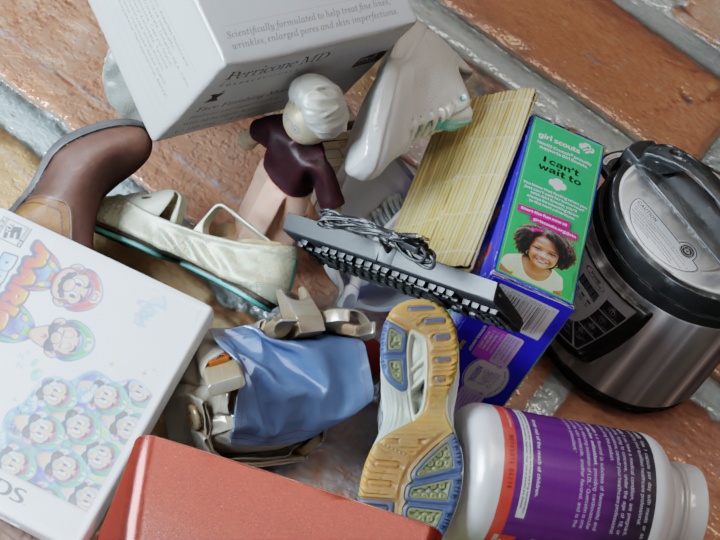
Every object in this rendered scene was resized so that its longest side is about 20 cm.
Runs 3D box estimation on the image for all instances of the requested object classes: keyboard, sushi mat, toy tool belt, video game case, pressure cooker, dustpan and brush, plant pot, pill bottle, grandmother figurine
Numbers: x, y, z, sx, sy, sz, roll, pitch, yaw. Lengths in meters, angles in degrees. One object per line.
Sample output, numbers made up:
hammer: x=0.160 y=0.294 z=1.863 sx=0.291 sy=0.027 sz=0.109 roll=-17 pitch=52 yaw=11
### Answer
keyboard: x=0.023 y=-0.005 z=1.214 sx=0.198 sy=0.127 sz=0.021 roll=18 pitch=71 yaw=34
sushi mat: x=0.079 y=-0.070 z=1.329 sx=0.012 sy=0.095 sz=0.201 roll=51 pitch=47 yaw=-34
toy tool belt: x=-0.045 y=0.077 z=1.220 sx=0.198 sy=0.123 sz=0.126 roll=-11 pitch=83 yaw=-31
video game case: x=-0.228 y=0.074 z=1.155 sx=0.180 sy=0.024 sz=0.201 roll=24 pitch=66 yaw=9
pressure cooker: x=0.255 y=-0.002 z=1.381 sx=0.174 sy=0.201 sz=0.180 roll=23 pitch=44 yaw=-8
dustpan and brush: x=0.000 y=0.000 z=1.350 sx=0.201 sy=0.057 sz=0.140 roll=-51 pitch=122 yaw=-14
plant pot: x=-0.082 y=0.247 z=1.021 sx=0.198 sy=0.200 sz=0.178 roll=18 pitch=56 yaw=-8
pill bottle: x=0.159 y=0.171 z=1.245 sx=0.198 sy=0.113 sz=0.113 roll=12 pitch=46 yaw=-14
grandmother figurine: x=-0.057 y=-0.075 z=1.304 sx=0.121 sy=0.201 sz=0.060 roll=38 pitch=46 yaw=13

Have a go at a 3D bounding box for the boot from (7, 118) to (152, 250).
boot: x=-0.198 y=0.000 z=1.222 sx=0.187 sy=0.069 sz=0.201 roll=-31 pitch=62 yaw=-12

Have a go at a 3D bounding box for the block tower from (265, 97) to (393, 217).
block tower: x=-0.032 y=-0.114 z=1.456 sx=0.057 sy=0.054 sz=0.201 roll=-8 pitch=55 yaw=-29

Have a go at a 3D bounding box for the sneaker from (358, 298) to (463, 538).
sneaker: x=0.044 y=0.127 z=1.220 sx=0.074 sy=0.088 sz=0.202 roll=8 pitch=76 yaw=6

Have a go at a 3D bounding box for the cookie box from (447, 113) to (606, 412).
cookie box: x=0.122 y=0.000 z=1.341 sx=0.075 sy=0.172 sz=0.201 roll=24 pitch=45 yaw=-6

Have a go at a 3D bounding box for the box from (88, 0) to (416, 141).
box: x=-0.097 y=-0.232 z=1.283 sx=0.198 sy=0.131 sz=0.202 roll=-18 pitch=77 yaw=-37

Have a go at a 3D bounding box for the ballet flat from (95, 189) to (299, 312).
ballet flat: x=-0.136 y=-0.030 z=1.300 sx=0.198 sy=0.067 sz=0.063 roll=24 pitch=88 yaw=15

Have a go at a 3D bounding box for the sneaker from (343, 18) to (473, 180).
sneaker: x=0.048 y=-0.134 z=1.339 sx=0.088 sy=0.075 sz=0.201 roll=29 pitch=43 yaw=-5

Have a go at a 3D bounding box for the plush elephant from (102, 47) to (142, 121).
plush elephant: x=-0.146 y=-0.210 z=1.434 sx=0.200 sy=0.163 sz=0.157 roll=-7 pitch=90 yaw=-68
